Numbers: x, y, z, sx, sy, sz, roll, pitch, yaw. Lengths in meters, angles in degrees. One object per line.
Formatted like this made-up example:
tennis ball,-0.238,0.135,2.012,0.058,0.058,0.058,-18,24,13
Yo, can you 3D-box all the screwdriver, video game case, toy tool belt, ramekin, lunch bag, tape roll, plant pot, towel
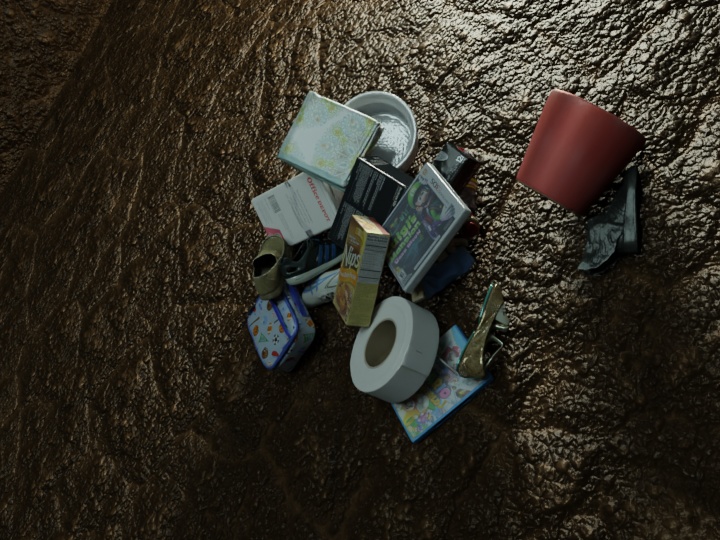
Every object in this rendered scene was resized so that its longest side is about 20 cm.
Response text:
screwdriver,0.141,0.155,1.469,0.200,0.028,0.029,31,110,62
video game case,0.114,-0.085,1.475,0.200,0.023,0.182,-55,37,21
toy tool belt,0.169,-0.021,1.502,0.200,0.125,0.123,-39,28,8
ramekin,0.038,-0.298,1.734,0.200,0.098,0.201,-2,82,13
lunch bag,-0.183,0.117,1.723,0.160,0.075,0.200,-57,43,25
video game case,0.147,0.220,1.473,0.200,0.018,0.143,-42,47,13
tape roll,0.065,0.155,1.493,0.202,0.071,0.203,-41,34,36
plant pot,0.392,-0.210,1.399,0.200,0.200,0.178,41,105,43
towel,-0.067,-0.285,1.686,0.200,0.048,0.172,27,87,16

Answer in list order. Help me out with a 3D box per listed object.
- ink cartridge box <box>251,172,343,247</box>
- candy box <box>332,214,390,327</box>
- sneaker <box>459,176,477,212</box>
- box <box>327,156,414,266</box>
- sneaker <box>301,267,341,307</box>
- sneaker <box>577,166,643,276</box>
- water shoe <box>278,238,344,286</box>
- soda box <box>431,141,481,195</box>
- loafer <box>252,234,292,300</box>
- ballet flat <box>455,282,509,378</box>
ink cartridge box,-0.137,-0.150,1.804,0.200,0.085,0.146,-23,97,29
candy box,0.000,0.000,1.543,0.115,0.055,0.201,-127,46,-63
sneaker,0.160,-0.135,1.617,0.200,0.074,0.081,-22,59,31
box,0.031,-0.125,1.631,0.141,0.079,0.200,37,119,29
sneaker,-0.053,0.037,1.692,0.200,0.072,0.073,-29,46,25
sneaker,0.450,-0.090,1.367,0.104,0.060,0.200,-5,68,32
water shoe,-0.090,-0.042,1.705,0.200,0.079,0.071,-34,15,-23
soda box,0.156,-0.158,1.546,0.063,0.071,0.200,43,110,27
loafer,-0.203,-0.020,1.723,0.076,0.068,0.200,-16,40,10
ballet flat,0.243,0.117,1.422,0.065,0.071,0.200,19,71,19
